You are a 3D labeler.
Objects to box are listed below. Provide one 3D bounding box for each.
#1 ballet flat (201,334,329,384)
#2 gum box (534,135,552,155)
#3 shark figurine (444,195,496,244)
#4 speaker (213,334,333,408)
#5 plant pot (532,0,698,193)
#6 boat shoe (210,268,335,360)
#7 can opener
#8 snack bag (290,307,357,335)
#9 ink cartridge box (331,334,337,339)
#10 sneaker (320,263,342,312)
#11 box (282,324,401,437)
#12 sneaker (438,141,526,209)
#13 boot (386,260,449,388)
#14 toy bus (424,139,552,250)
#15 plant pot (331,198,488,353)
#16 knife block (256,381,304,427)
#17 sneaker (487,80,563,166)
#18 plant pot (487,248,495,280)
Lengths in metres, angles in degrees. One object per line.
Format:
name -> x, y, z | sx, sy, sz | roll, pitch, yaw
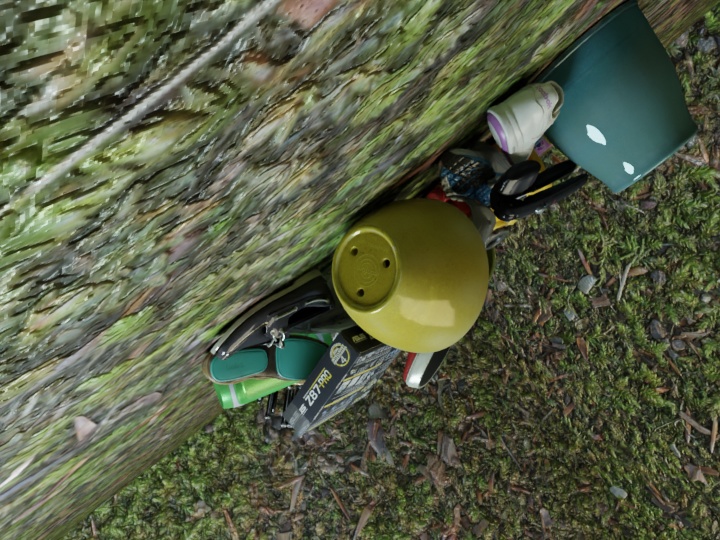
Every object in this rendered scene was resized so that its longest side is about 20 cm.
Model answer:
ballet flat -> -0.135, 0.127, 0.910 | 0.195, 0.070, 0.072 | -4, -174, -28
gum box -> 0.394, -0.305, 1.159 | 0.198, 0.067, 0.114 | -36, 174, -30
shark figurine -> 0.170, -0.045, 0.924 | 0.124, 0.092, 0.215 | -8, 167, -11
speaker -> -0.141, 0.150, 1.019 | 0.195, 0.091, 0.089 | -20, 169, -21
plant pot -> 0.348, -0.220, 0.865 | 0.198, 0.190, 0.200 | -36, 176, -3
boat shoe -> -0.111, 0.069, 0.848 | 0.198, 0.063, 0.073 | -35, 175, -37
can opener -> 0.252, -0.113, 0.870 | 0.196, 0.065, 0.079 | -16, 163, -36
snack bag -> -0.044, 0.071, 1.005 | 0.195, 0.022, 0.187 | -4, -173, 30
ink cartridge box -> -0.020, 0.085, 1.179 | 0.113, 0.069, 0.201 | -29, -160, 14
sneaker -> 0.000, 0.000, 0.994 | 0.196, 0.073, 0.073 | -26, -152, -11
box -> -0.009, 0.144, 0.922 | 0.163, 0.049, 0.199 | -57, 160, 22
sneaker -> 0.164, -0.147, 0.895 | 0.074, 0.089, 0.198 | -30, 156, 30
boot -> 0.068, 0.049, 0.887 | 0.072, 0.141, 0.205 | 9, 101, -66
toy bus -> 0.187, -0.125, 1.038 | 0.189, 0.138, 0.200 | -7, 151, -49
plant pot -> 0.042, 0.002, 0.784 | 0.199, 0.203, 0.140 | -39, 155, 26
knife block -> -0.117, 0.180, 1.164 | 0.198, 0.177, 0.064 | -37, 177, -14
sneaker -> 0.219, -0.190, 0.813 | 0.098, 0.076, 0.200 | -32, 177, 15
plant pot -> 0.161, -0.035, 1.368 | 0.188, 0.204, 0.199 | -25, -175, 44
